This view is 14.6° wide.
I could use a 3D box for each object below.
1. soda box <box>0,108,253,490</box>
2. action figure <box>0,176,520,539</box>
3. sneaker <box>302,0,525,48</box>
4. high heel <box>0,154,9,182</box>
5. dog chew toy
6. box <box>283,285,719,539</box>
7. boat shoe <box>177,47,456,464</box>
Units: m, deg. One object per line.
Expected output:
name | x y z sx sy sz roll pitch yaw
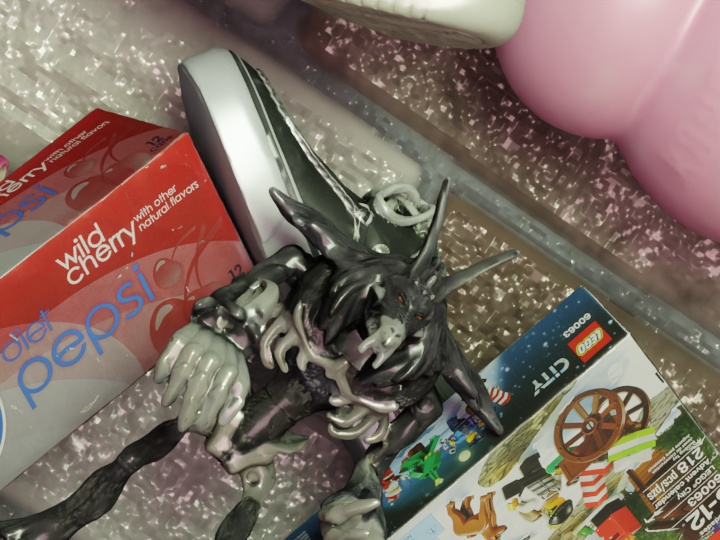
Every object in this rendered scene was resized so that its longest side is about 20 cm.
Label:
soda box | -0.135 0.029 0.978 0.200 0.063 0.070 -39 121 -24
action figure | -0.029 0.057 0.951 0.200 0.102 0.119 -43 105 10
sneaker | -0.017 -0.150 0.968 0.200 0.077 0.112 22 92 36
high heel | -0.170 0.053 1.019 0.096 0.067 0.201 -3 84 5
dog chew toy | 0.105 -0.093 1.004 0.200 0.125 0.125 29 93 -1
box | 0.045 0.117 1.030 0.200 0.038 0.137 -41 128 0
boat shoe | 0.001 0.001 1.026 0.068 0.074 0.200 -29 101 -8
